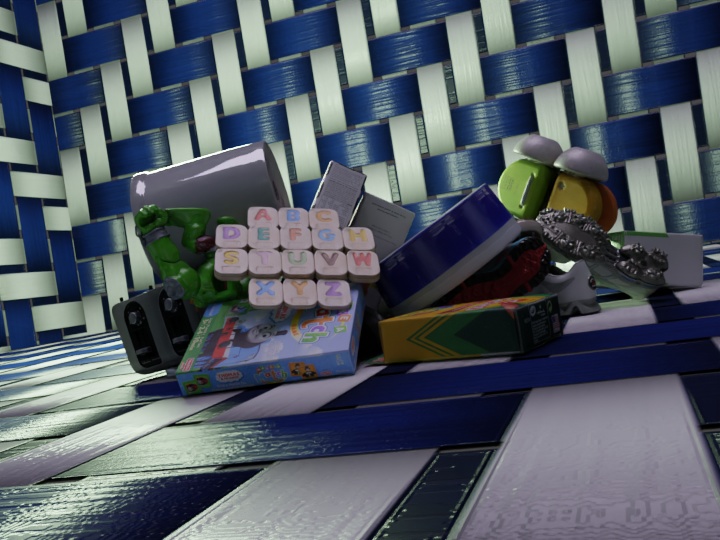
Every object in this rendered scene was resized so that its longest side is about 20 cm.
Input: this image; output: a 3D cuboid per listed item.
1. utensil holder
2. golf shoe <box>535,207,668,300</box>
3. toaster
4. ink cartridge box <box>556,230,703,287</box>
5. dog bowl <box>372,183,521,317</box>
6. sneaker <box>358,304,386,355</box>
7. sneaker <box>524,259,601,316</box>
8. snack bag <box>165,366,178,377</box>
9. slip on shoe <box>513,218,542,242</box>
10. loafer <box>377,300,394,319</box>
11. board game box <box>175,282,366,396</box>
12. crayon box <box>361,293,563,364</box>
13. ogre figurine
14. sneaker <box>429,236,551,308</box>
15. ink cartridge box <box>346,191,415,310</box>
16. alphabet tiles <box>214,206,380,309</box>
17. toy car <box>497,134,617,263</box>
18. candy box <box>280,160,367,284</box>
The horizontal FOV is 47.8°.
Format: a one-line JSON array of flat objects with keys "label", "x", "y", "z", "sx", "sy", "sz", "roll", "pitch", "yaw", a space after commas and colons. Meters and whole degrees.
[{"label": "utensil holder", "x": -0.212, "y": -0.088, "z": 1.194, "sx": 0.199, "sy": 0.171, "sz": 0.170, "roll": -17, "pitch": 0, "yaw": 4}, {"label": "golf shoe", "x": 0.336, "y": -0.015, "z": 1.175, "sx": 0.078, "sy": 0.199, "sz": 0.097, "roll": -53, "pitch": -14, "yaw": -29}, {"label": "toaster", "x": -0.233, "y": 0.070, "z": 1.198, "sx": 0.180, "sy": 0.119, "sz": 0.200, "roll": -18, "pitch": -5, "yaw": 35}, {"label": "ink cartridge box", "x": 0.431, "y": -0.013, "z": 1.322, "sx": 0.145, "sy": 0.085, "sz": 0.200, "roll": 2, "pitch": -3, "yaw": -18}, {"label": "dog bowl", "x": 0.107, "y": -0.024, "z": 1.060, "sx": 0.200, "sy": 0.079, "sz": 0.200, "roll": -37, "pitch": -1, "yaw": 0}, {"label": "sneaker", "x": -0.054, "y": 0.086, "z": 1.027, "sx": 0.199, "sy": 0.074, "sz": 0.082, "roll": 2, "pitch": 29, "yaw": 29}, {"label": "sneaker", "x": 0.245, "y": 0.026, "z": 1.175, "sx": 0.199, "sy": 0.089, "sz": 0.074, "roll": -10, "pitch": 1, "yaw": 34}, {"label": "snack bag", "x": -0.145, "y": 0.120, "z": 1.153, "sx": 0.199, "sy": 0.022, "sz": 0.188, "roll": -9, "pitch": 1, "yaw": 37}, {"label": "slip on shoe", "x": 0.218, "y": -0.047, "z": 1.202, "sx": 0.076, "sy": 0.061, "sz": 0.200, "roll": -6, "pitch": -16, "yaw": 0}, {"label": "loafer", "x": 0.025, "y": 0.072, "z": 1.395, "sx": 0.199, "sy": 0.073, "sz": 0.072, "roll": -18, "pitch": 8, "yaw": -3}, {"label": "board game box", "x": -0.099, "y": 0.077, "z": 0.949, "sx": 0.199, "sy": 0.037, "sz": 0.151, "roll": -8, "pitch": 27, "yaw": 10}, {"label": "crayon box", "x": 0.111, "y": 0.067, "z": 0.917, "sx": 0.199, "sy": 0.051, "sz": 0.127, "roll": -9, "pitch": 1, "yaw": 33}, {"label": "ogre figurine", "x": -0.192, "y": -0.014, "z": 1.046, "sx": 0.098, "sy": 0.121, "sz": 0.200, "roll": -18, "pitch": -22, "yaw": 24}, {"label": "sneaker", "x": 0.167, "y": 0.030, "z": 1.100, "sx": 0.200, "sy": 0.080, "sz": 0.095, "roll": -31, "pitch": 5, "yaw": -23}, {"label": "ink cartridge box", "x": 0.000, "y": 0.000, "z": 1.215, "sx": 0.083, "sy": 0.201, "sz": 0.145, "roll": 23, "pitch": -6, "yaw": -4}, {"label": "alphabet tiles", "x": -0.078, "y": -0.022, "z": 0.995, "sx": 0.199, "sy": 0.015, "sz": 0.196, "roll": 1, "pitch": 38, "yaw": -8}, {"label": "toy car", "x": 0.315, "y": -0.111, "z": 1.290, "sx": 0.150, "sy": 0.176, "sz": 0.200, "roll": 6, "pitch": 16, "yaw": -43}, {"label": "candy box", "x": -0.058, "y": -0.035, "z": 1.137, "sx": 0.061, "sy": 0.201, "sz": 0.137, "roll": 22, "pitch": -36, "yaw": -3}]
